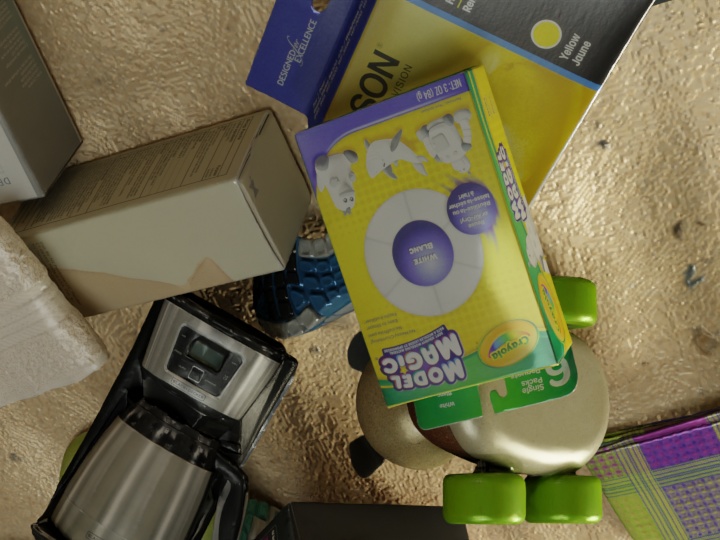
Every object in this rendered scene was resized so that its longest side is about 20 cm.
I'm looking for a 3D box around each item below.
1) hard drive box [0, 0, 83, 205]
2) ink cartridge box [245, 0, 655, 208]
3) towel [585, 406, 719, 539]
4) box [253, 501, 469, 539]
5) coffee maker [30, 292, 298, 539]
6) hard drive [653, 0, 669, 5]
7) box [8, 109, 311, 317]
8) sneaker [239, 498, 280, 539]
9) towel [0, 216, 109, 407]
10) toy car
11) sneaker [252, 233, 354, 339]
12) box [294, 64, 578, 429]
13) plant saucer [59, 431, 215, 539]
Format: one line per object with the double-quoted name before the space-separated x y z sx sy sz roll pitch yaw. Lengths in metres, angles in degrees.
"hard drive box" -0.307 -0.140 0.842 0.154 0.077 0.202 -7 124 19
"ink cartridge box" 0.046 -0.137 0.737 0.198 0.047 0.199 22 129 -6
"towel" 0.287 0.158 0.953 0.198 0.023 0.144 -21 120 27
"box" -0.020 0.264 0.882 0.147 0.126 0.200 8 141 -30
"coffee maker" -0.146 0.120 0.924 0.134 0.192 0.202 32 84 -23
"hard drive" 0.089 -0.201 0.726 0.197 0.033 0.141 -14 122 22
"box" -0.143 -0.036 0.870 0.197 0.095 0.078 -12 123 23
"sneaker" -0.082 0.289 1.112 0.090 0.078 0.201 -16 119 30
"towel" -0.280 0.037 0.891 0.198 0.035 0.133 -18 116 40
"toy car" 0.061 0.094 0.882 0.156 0.167 0.199 10 166 -40
"sneaker" 0.000 0.000 0.879 0.086 0.076 0.199 0 164 -42
"box" 0.047 -0.005 0.732 0.116 0.048 0.203 -17 98 24
"plant saucer" -0.193 0.231 1.080 0.198 0.031 0.202 18 128 24
